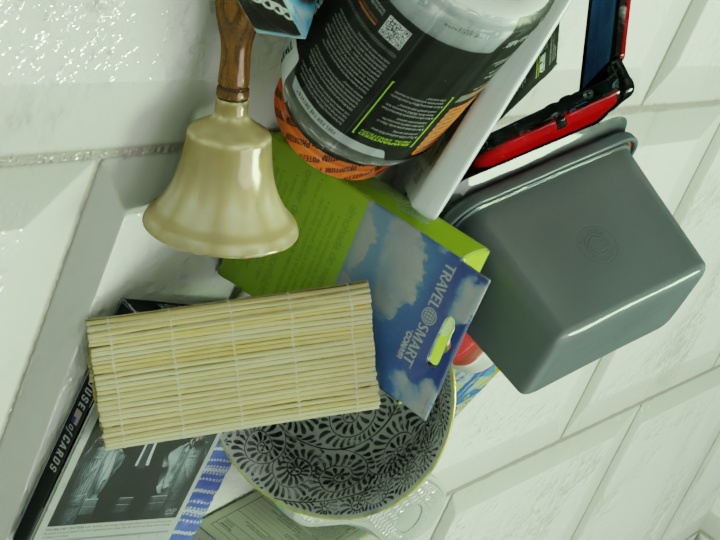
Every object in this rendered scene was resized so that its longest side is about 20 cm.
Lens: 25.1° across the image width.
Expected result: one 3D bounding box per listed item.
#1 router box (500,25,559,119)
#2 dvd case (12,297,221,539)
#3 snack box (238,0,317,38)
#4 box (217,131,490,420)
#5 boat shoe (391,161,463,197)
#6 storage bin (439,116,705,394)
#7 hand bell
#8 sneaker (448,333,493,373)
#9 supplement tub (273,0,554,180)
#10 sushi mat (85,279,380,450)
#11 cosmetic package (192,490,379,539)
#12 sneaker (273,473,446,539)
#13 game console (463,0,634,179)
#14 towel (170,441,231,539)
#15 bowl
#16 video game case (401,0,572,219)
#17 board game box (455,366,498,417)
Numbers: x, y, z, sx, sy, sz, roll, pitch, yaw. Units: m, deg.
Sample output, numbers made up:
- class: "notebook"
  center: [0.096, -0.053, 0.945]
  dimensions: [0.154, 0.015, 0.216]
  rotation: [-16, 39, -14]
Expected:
- class: "router box"
  center: [0.088, -0.193, 1.238]
  dimensions: [0.150, 0.062, 0.201]
  rotation: [-45, 153, -25]
- class: "dvd case"
  center: [-0.157, 0.115, 1.184]
  dimensions: [0.150, 0.025, 0.201]
  rotation: [7, 115, -52]
- class: "snack box"
  center: [-0.057, -0.232, 0.908]
  dimensions: [0.200, 0.037, 0.117]
  rotation: [57, 45, -63]
- class: "box"
  center: [0.000, 0.000, 1.145]
  dimensions: [0.048, 0.199, 0.123]
  rotation: [-18, 137, -56]
- class: "boat shoe"
  center: [0.060, -0.039, 1.367]
  dimensions: [0.071, 0.068, 0.202]
  rotation: [-23, 139, -50]
- class: "storage bin"
  center: [0.147, 0.001, 1.202]
  dimensions: [0.199, 0.135, 0.146]
  rotation: [-22, 155, -31]
- class: "hand bell"
  center: [-0.081, -0.121, 1.023]
  dimensions: [0.104, 0.103, 0.202]
  rotation: [-23, 126, -50]
- class: "sneaker"
  center: [0.097, -0.019, 1.295]
  dimensions: [0.115, 0.078, 0.202]
  rotation: [19, 89, -55]
- class: "supplement tub"
  center: [0.026, -0.148, 1.012]
  dimensions: [0.122, 0.123, 0.200]
  rotation: [-34, 172, -39]
- class: "sushi mat"
  center: [-0.087, 0.066, 1.107]
  dimensions: [0.198, 0.012, 0.097]
  rotation: [-8, 112, -3]
- class: "cosmetic package"
  center: [-0.058, 0.248, 1.457]
  dimensions: [0.199, 0.103, 0.074]
  rotation: [-21, 139, -50]
- class: "sneaker"
  center: [-0.016, 0.174, 1.410]
  dimensions: [0.199, 0.118, 0.074]
  rotation: [18, 103, -45]
- class: "game console"
  center: [0.135, -0.157, 1.189]
  dimensions: [0.171, 0.120, 0.200]
  rotation: [-24, 178, 0]
- class: "towel"
  center: [-0.167, 0.204, 1.302]
  dimensions: [0.144, 0.024, 0.201]
  rotation: [1, 119, -60]
- class: "bowl"
  center: [-0.013, 0.084, 1.263]
  dimensions: [0.202, 0.200, 0.094]
  rotation: [-62, 170, 13]
- class: "video game case"
  center: [0.090, -0.134, 1.113]
  dimensions: [0.201, 0.023, 0.182]
  rotation: [-58, -175, 7]
- class: "board game box"
  center: [0.077, 0.077, 1.490]
  dimensions: [0.196, 0.056, 0.199]
  rotation: [-49, 160, 27]
